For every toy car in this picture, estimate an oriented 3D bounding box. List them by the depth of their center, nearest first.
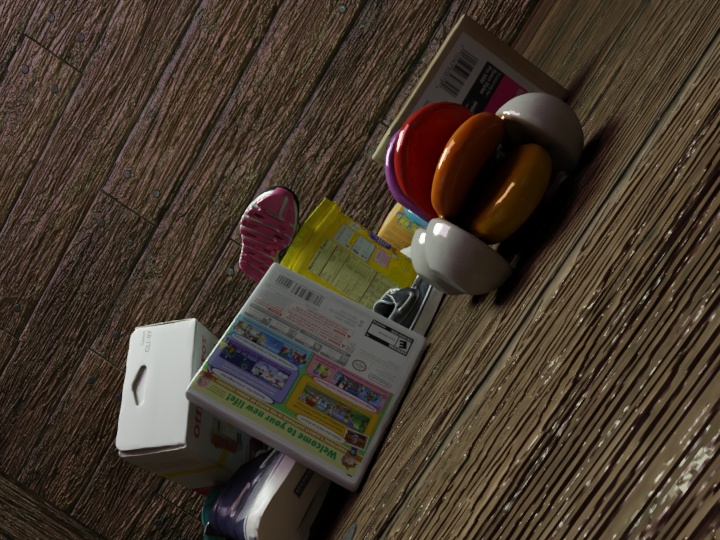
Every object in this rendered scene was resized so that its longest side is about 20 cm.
[{"bbox_3d":[0.091,-0.081,0.607,0.177,0.149,0.200,-58,2,-4],"label":"toy car"}]

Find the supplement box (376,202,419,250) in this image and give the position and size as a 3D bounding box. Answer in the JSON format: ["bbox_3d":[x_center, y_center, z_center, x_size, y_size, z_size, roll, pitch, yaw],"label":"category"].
[{"bbox_3d":[0.090,-0.095,1.149,0.069,0.066,0.200,-59,2,-25],"label":"supplement box"}]

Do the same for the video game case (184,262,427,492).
[{"bbox_3d":[-0.052,0.103,0.702,0.183,0.197,0.022,-58,-11,-33],"label":"video game case"}]

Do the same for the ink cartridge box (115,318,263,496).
[{"bbox_3d":[-0.187,0.166,0.778,0.201,0.082,0.148,61,-158,-58],"label":"ink cartridge box"}]

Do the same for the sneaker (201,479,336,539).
[{"bbox_3d":[-0.116,0.275,0.759,0.202,0.120,0.084,-57,2,12],"label":"sneaker"}]

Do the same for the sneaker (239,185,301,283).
[{"bbox_3d":[-0.120,-0.064,0.925,0.201,0.073,0.088,116,178,-56],"label":"sneaker"}]

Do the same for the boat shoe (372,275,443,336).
[{"bbox_3d":[0.049,0.052,0.818,0.201,0.067,0.072,-59,3,-37],"label":"boat shoe"}]

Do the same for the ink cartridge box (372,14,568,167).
[{"bbox_3d":[0.133,-0.175,0.797,0.202,0.163,0.075,-59,5,-20],"label":"ink cartridge box"}]

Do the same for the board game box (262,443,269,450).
[{"bbox_3d":[-0.123,0.206,0.911,0.201,0.040,0.203,-117,38,-59],"label":"board game box"}]

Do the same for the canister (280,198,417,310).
[{"bbox_3d":[0.000,0.000,0.950,0.087,0.198,0.149,-56,2,29],"label":"canister"}]

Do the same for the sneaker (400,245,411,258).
[{"bbox_3d":[0.068,0.013,1.160,0.092,0.076,0.200,-50,6,-26],"label":"sneaker"}]

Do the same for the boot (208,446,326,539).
[{"bbox_3d":[-0.077,0.198,0.711,0.089,0.074,0.200,-2,35,42],"label":"boot"}]
